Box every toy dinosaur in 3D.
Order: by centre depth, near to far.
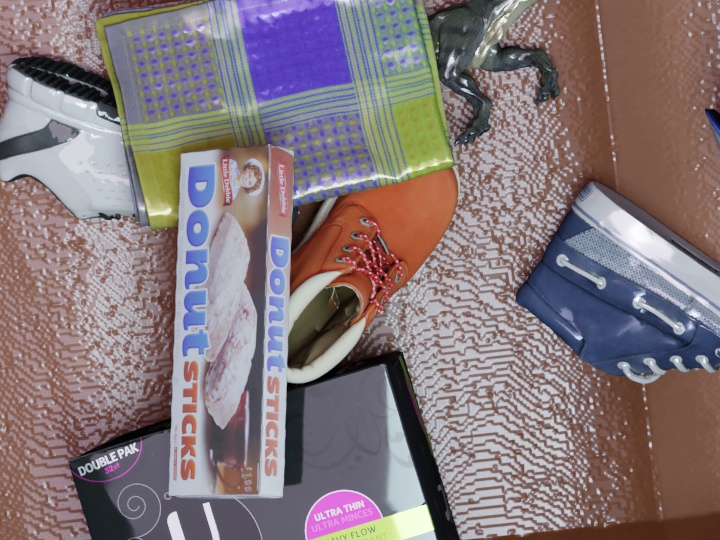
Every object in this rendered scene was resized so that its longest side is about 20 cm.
[{"bbox_3d":[0.072,-0.131,1.757,0.200,0.047,0.088,-31,82,2],"label":"toy dinosaur"}]

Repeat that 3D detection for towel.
[{"bbox_3d":[-0.052,-0.106,1.722,0.199,0.023,0.144,-9,72,-2],"label":"towel"}]

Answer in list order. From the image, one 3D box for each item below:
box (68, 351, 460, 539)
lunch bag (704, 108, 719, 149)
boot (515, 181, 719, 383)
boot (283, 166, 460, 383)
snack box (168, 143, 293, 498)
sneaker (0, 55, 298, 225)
[{"bbox_3d":[-0.052,0.148,1.736,0.199,0.124,0.149,-18,91,7],"label":"box"},{"bbox_3d":[0.264,-0.104,1.675,0.123,0.170,0.201,4,93,8],"label":"lunch bag"},{"bbox_3d":[0.195,0.038,1.743,0.200,0.073,0.090,37,102,11],"label":"boot"},{"bbox_3d":[0.000,0.000,1.716,0.200,0.107,0.075,-45,105,-19],"label":"boot"},{"bbox_3d":[-0.074,0.030,1.653,0.072,0.024,0.201,-4,81,40],"label":"snack box"},{"bbox_3d":[-0.133,-0.061,1.772,0.200,0.074,0.080,23,108,9],"label":"sneaker"}]
